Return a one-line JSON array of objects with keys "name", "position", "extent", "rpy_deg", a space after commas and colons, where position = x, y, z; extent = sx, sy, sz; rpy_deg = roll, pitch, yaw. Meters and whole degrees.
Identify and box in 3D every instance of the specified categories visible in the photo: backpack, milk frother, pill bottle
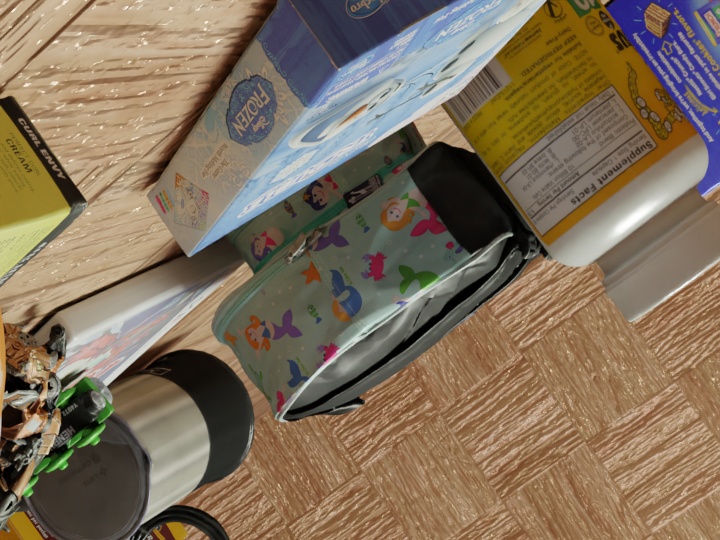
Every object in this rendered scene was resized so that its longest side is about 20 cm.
[{"name": "backpack", "position": [0.000, 0.000, 1.031], "extent": [0.200, 0.151, 0.177], "rpy_deg": [-45, 171, 12]}, {"name": "milk frother", "position": [-0.175, 0.190, 1.321], "extent": [0.180, 0.201, 0.188], "rpy_deg": [-34, 176, 24]}, {"name": "pill bottle", "position": [0.132, -0.075, 0.958], "extent": [0.112, 0.201, 0.113], "rpy_deg": [-35, 175, -4]}]

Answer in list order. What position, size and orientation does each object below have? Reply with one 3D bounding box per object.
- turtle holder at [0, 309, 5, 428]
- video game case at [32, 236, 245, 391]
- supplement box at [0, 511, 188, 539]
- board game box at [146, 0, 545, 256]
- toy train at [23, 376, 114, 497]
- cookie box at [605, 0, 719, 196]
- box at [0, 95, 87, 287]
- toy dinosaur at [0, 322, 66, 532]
[{"name": "turtle holder", "position": [-0.151, 0.006, 0.285], "extent": [0.132, 0.185, 0.142], "rpy_deg": [-42, -156, 54]}, {"name": "video game case", "position": [-0.178, 0.055, 1.055], "extent": [0.182, 0.023, 0.200], "rpy_deg": [-40, 174, 32]}, {"name": "supplement box", "position": [-0.322, 0.296, 1.655], "extent": [0.197, 0.133, 0.200], "rpy_deg": [-40, 174, 30]}, {"name": "board game box", "position": [0.012, -0.104, 0.779], "extent": [0.199, 0.044, 0.199], "rpy_deg": [-34, 175, -32]}, {"name": "toy train", "position": [-0.232, 0.132, 1.052], "extent": [0.199, 0.042, 0.056], "rpy_deg": [-37, -174, 18]}, {"name": "cookie box", "position": [0.268, -0.158, 1.311], "extent": [0.199, 0.172, 0.075], "rpy_deg": [-37, 172, 18]}, {"name": "box", "position": [-0.165, -0.002, 0.471], "extent": [0.075, 0.050, 0.200], "rpy_deg": [-39, 175, 25]}, {"name": "toy dinosaur", "position": [-0.203, 0.096, 0.901], "extent": [0.136, 0.102, 0.201], "rpy_deg": [-51, 156, -23]}]
